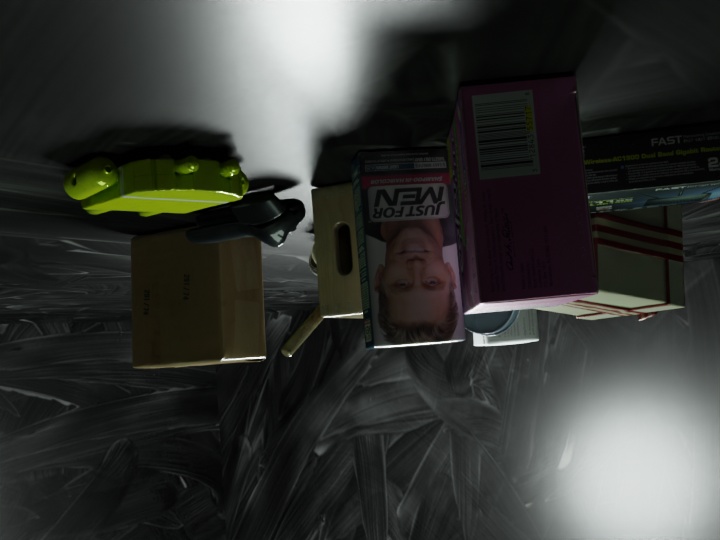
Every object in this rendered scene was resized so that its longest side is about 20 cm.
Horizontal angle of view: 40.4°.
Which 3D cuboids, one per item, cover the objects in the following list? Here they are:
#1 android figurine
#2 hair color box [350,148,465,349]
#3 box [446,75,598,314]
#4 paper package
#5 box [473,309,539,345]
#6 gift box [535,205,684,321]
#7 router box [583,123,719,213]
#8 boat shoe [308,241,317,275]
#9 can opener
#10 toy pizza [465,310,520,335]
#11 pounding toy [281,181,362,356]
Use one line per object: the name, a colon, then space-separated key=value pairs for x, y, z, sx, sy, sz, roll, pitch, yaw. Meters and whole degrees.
android figurine: x=-0.199 y=-0.086 z=0.985 sx=0.181 sy=0.041 sz=0.199 roll=0 pitch=173 yaw=-39
hair color box: x=0.049 y=-0.022 z=1.020 sx=0.099 sy=0.202 sz=0.061 roll=-4 pitch=175 yaw=-9
box: x=0.135 y=-0.056 z=0.864 sx=0.096 sy=0.177 sz=0.200 roll=-5 pitch=175 yaw=2
paper package: x=-0.240 y=0.039 z=1.435 sx=0.190 sy=0.202 sz=0.103 roll=-7 pitch=174 yaw=32
box: x=0.345 y=0.081 z=2.383 sx=0.130 sy=0.201 sz=0.200 roll=-4 pitch=175 yaw=-3
gift box: x=0.307 y=-0.035 z=1.290 sx=0.186 sy=0.186 sz=0.200 roll=9 pitch=172 yaw=-32
router box: x=0.304 y=-0.107 z=1.081 sx=0.198 sy=0.063 sz=0.150 roll=-6 pitch=173 yaw=13
boat shoe: x=-0.042 y=-0.035 z=1.549 sx=0.063 sy=0.071 sz=0.200 roll=-2 pitch=166 yaw=-31
can opener: x=-0.148 y=-0.065 z=1.235 sx=0.199 sy=0.079 sz=0.063 roll=-6 pitch=-146 yaw=46
toy pizza: x=0.149 y=-0.011 z=1.298 sx=0.032 sy=0.202 sz=0.200 roll=-22 pitch=-175 yaw=-32
pounding toy: x=0.000 y=0.000 z=1.215 sx=0.141 sy=0.202 sz=0.184 roll=-6 pitch=174 yaw=25
